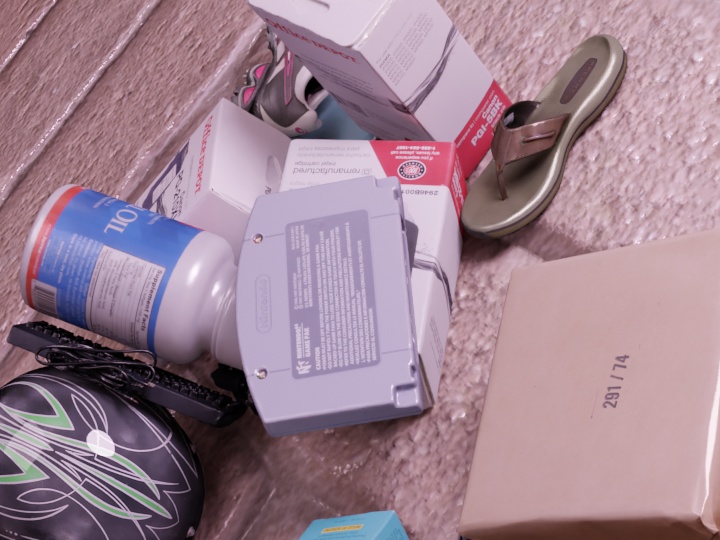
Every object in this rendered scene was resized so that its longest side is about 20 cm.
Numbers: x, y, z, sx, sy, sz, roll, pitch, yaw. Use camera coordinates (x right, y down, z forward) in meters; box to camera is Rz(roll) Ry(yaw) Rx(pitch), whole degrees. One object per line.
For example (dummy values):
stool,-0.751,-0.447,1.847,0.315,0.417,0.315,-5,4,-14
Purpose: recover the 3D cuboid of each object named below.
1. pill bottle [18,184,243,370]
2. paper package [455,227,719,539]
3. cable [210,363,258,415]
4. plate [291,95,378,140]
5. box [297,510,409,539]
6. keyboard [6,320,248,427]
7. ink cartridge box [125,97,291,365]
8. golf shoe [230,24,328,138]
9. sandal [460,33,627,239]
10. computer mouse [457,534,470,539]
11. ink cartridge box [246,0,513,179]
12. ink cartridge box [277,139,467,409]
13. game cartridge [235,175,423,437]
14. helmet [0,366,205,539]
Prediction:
pill bottle,-0.171,0.011,1.236,0.198,0.113,0.113,19,68,9
paper package,0.175,0.093,0.955,0.189,0.103,0.202,-11,53,40
cable,-0.044,0.032,1.274,0.162,0.051,0.201,22,76,52
plate,-0.042,-0.127,1.426,0.199,0.026,0.202,-27,43,27
box,-0.042,0.245,1.019,0.082,0.050,0.200,-14,20,37
keyboard,-0.188,0.074,1.223,0.104,0.198,0.040,-37,-33,-79
ink cartridge box,-0.152,-0.036,1.365,0.200,0.084,0.146,-45,27,30
golf shoe,-0.053,-0.209,1.443,0.087,0.077,0.202,5,63,24
sandal,0.138,-0.114,1.203,0.079,0.057,0.202,22,76,52
computer mouse,0.088,0.225,0.989,0.058,0.034,0.201,-33,40,23
ink cartridge box,0.019,-0.180,1.243,0.146,0.200,0.083,31,82,40
ink cartridge box,0.000,0.000,1.187,0.142,0.084,0.202,2,58,15
game cartridge,-0.026,0.025,1.104,0.131,0.041,0.202,-7,56,5
helmet,-0.234,0.174,1.252,0.190,0.199,0.202,-7,52,63
